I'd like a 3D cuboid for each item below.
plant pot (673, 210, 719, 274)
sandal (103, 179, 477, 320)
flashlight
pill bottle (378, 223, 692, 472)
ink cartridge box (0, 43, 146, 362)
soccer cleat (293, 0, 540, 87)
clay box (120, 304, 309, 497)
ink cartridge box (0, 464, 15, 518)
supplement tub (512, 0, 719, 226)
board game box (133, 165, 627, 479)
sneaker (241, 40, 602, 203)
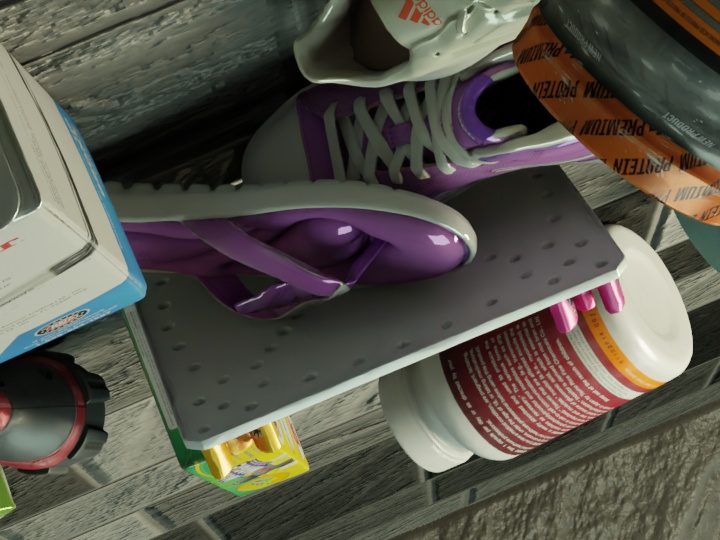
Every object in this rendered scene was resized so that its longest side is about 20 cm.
[{"bbox_3d":[0.224,-0.070,1.141,0.200,0.201,0.161,-15,164,-36],"label":"plant pot"},{"bbox_3d":[-0.048,-0.002,1.110,0.202,0.050,0.082,1,158,19],"label":"sandal"},{"bbox_3d":[-0.198,0.071,1.333,0.068,0.068,0.200,-56,161,8],"label":"flashlight"},{"bbox_3d":[0.114,0.059,1.778,0.200,0.113,0.113,-29,167,27],"label":"pill bottle"},{"bbox_3d":[-0.171,-0.012,0.939,0.144,0.085,0.200,-24,170,1],"label":"ink cartridge box"},{"bbox_3d":[0.046,-0.112,0.952,0.077,0.070,0.200,-24,174,-33],"label":"soccer cleat"},{"bbox_3d":[-0.076,0.053,1.361,0.047,0.115,0.200,-23,168,2],"label":"clay box"},{"bbox_3d":[-0.305,0.145,1.430,0.147,0.076,0.200,-12,163,-45],"label":"ink cartridge box"},{"bbox_3d":[0.144,-0.119,0.827,0.200,0.123,0.122,-51,158,21],"label":"supplement tub"},{"bbox_3d":[0.000,0.000,1.172,0.199,0.026,0.200,-22,-150,-3],"label":"board game box"},{"bbox_3d":[0.030,-0.064,1.080,0.200,0.073,0.114,-16,177,17],"label":"sneaker"}]
